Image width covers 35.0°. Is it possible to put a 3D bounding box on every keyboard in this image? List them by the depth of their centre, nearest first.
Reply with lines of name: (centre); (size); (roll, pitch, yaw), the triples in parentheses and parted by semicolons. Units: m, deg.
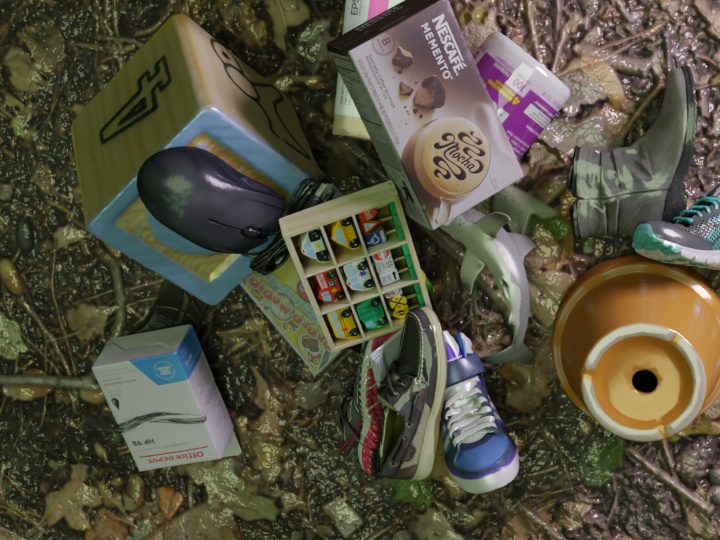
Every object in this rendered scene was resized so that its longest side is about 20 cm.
keyboard: (0.052, 0.157, 1.328); (0.011, 0.056, 0.200); (21, 140, 39)

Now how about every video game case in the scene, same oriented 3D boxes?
video game case: (-0.060, -0.007, 1.341); (0.200, 0.023, 0.182); (49, 121, 10)

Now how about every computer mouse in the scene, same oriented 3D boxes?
computer mouse: (-0.130, -0.060, 1.153); (0.200, 0.053, 0.139); (21, 121, -33)

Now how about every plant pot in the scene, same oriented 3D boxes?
plant pot: (0.302, 0.096, 1.228); (0.199, 0.183, 0.201); (3, 102, 13)

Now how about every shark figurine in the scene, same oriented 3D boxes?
shark figurine: (0.173, 0.003, 1.301); (0.128, 0.089, 0.215); (-27, 85, 50)

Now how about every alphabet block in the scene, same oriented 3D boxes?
alphabet block: (-0.180, -0.122, 1.256); (0.196, 0.200, 0.195); (-40, 130, 16)

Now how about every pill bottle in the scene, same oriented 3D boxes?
pill bottle: (0.126, -0.151, 1.251); (0.112, 0.112, 0.200); (39, 102, 3)

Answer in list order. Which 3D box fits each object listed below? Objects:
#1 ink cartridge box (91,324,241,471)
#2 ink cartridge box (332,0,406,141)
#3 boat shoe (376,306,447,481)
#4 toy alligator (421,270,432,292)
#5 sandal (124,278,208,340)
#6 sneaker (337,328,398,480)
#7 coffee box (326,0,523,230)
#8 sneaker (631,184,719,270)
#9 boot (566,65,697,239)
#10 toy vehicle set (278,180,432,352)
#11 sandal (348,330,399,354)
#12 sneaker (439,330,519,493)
ink cartridge box: (-0.233, 0.174, 1.404); (0.115, 0.067, 0.201); (-11, 117, 15)
ink cartridge box: (0.031, -0.246, 1.235); (0.075, 0.165, 0.201); (10, 103, 11)
boat shoe: (0.051, 0.140, 1.256); (0.066, 0.072, 0.202); (-3, 107, -21)
toy alligator: (0.022, -0.012, 1.345); (0.200, 0.054, 0.059); (41, 133, 11)
sandal: (-0.240, 0.066, 1.417); (0.082, 0.055, 0.200); (27, 114, -7)
sneaker: (0.008, 0.153, 1.347); (0.075, 0.080, 0.201); (28, 124, 37)
coffee box: (0.064, -0.158, 1.130); (0.113, 0.080, 0.200); (-30, 111, -8)
sneaker: (0.366, -0.048, 1.210); (0.077, 0.199, 0.092); (7, 91, 56)
boot: (0.294, -0.125, 1.245); (0.130, 0.068, 0.201); (6, 105, 10)
toy vehicle set: (0.000, 0.000, 1.221); (0.124, 0.027, 0.200); (-20, 137, 0)
sandal: (-0.004, 0.070, 1.367); (0.200, 0.048, 0.076); (11, 103, 12)
sneaker: (0.109, 0.144, 1.273); (0.080, 0.200, 0.147); (-22, 107, 4)
